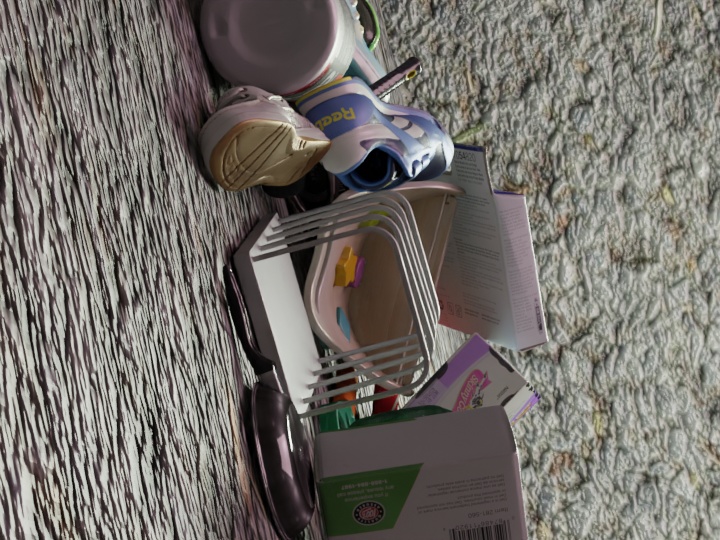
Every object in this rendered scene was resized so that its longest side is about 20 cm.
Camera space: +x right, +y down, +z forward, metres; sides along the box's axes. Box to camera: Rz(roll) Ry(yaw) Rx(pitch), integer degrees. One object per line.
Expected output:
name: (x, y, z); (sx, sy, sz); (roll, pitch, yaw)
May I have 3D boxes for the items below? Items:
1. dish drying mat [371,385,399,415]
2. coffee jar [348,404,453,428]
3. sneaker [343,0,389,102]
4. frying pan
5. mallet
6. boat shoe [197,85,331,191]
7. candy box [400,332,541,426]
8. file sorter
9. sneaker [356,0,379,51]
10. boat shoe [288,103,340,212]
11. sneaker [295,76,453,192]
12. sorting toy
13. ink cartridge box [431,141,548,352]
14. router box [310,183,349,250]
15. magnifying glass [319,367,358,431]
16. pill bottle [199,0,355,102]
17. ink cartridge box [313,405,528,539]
dish drying mat: (0.032, 0.070, 1.935); (0.077, 0.018, 0.200); (66, 29, -63)
coffee jar: (0.042, 0.215, 1.582); (0.085, 0.104, 0.200); (54, 28, -53)
sneaker: (-0.017, -0.255, 1.813); (0.200, 0.131, 0.080); (48, -27, -11)
frying pan: (-0.060, 0.099, 1.382); (0.115, 0.031, 0.190); (65, 14, -65)
mallet: (-0.017, -0.142, 1.693); (0.041, 0.200, 0.066); (29, -34, 31)
boat shoe: (-0.087, -0.106, 1.483); (0.069, 0.071, 0.200); (50, 10, 11)
candy box: (0.086, 0.150, 1.870); (0.072, 0.168, 0.200); (44, 0, 12)
file sorter: (-0.012, 0.022, 1.533); (0.200, 0.124, 0.139); (-69, 143, -79)
sneaker: (-0.059, -0.277, 1.888); (0.200, 0.077, 0.084); (50, 14, 18)
boat shoe: (-0.056, -0.136, 1.784); (0.057, 0.067, 0.200); (-103, 179, -60)
sneaker: (0.018, -0.097, 1.647); (0.200, 0.074, 0.082); (16, 49, -55)
sorting toy: (0.000, 0.000, 1.747); (0.180, 0.107, 0.200); (20, 84, -69)
ink cartridge box: (0.102, -0.036, 1.879); (0.200, 0.041, 0.200); (19, -57, 62)
router box: (-0.008, -0.015, 1.975); (0.200, 0.051, 0.149); (56, 23, -71)
magnifying glass: (-0.015, 0.133, 1.725); (0.200, 0.022, 0.080); (-90, 164, -70)
pill bottle: (-0.063, -0.199, 1.638); (0.200, 0.114, 0.114); (-23, 98, -84)
ink cartridge box: (0.051, 0.214, 1.431); (0.084, 0.146, 0.200); (-99, -179, -69)
